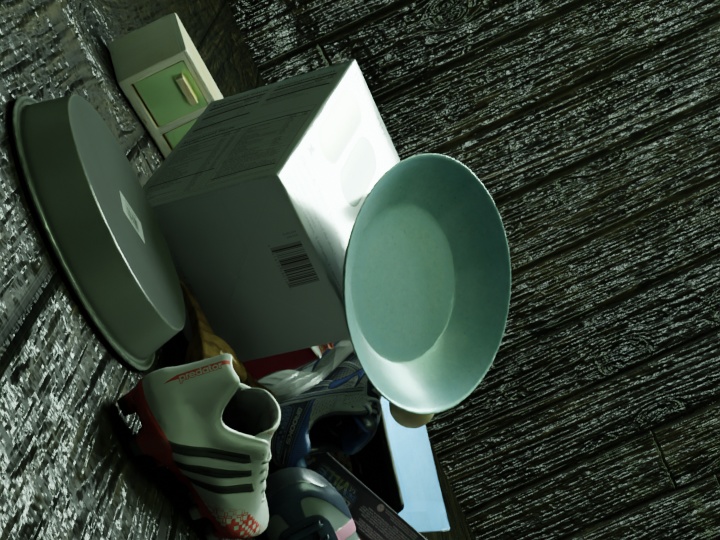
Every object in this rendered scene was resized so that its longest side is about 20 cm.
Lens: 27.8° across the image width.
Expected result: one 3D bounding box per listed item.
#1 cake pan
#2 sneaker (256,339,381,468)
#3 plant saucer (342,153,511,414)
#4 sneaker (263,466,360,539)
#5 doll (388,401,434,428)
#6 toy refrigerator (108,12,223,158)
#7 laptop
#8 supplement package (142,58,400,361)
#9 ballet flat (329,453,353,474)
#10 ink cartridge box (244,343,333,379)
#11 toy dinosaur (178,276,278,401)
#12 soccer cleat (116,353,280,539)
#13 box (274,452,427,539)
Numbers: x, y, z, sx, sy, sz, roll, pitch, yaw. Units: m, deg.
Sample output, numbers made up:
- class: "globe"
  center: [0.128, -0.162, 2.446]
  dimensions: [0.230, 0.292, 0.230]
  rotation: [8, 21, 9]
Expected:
- class: "cake pan"
  center: [-0.171, -0.031, 0.982]
  dimensions: [0.200, 0.036, 0.202]
  rotation: [-24, 91, -87]
- class: "sneaker"
  center: [-0.011, 0.115, 1.223]
  dimensions: [0.085, 0.199, 0.078]
  rotation: [36, -46, 30]
- class: "plant saucer"
  center: [0.044, 0.010, 1.141]
  dimensions: [0.200, 0.038, 0.204]
  rotation: [-1, 91, -47]
- class: "sneaker"
  center: [-0.023, 0.237, 1.145]
  dimensions: [0.201, 0.070, 0.082]
  rotation: [62, 1, -40]
- class: "doll"
  center: [0.050, 0.030, 1.214]
  dimensions: [0.136, 0.048, 0.203]
  rotation: [23, 73, -65]
- class: "toy refrigerator"
  center: [-0.172, -0.152, 1.457]
  dimensions: [0.201, 0.075, 0.070]
  rotation: [63, 4, -48]
- class: "laptop"
  center: [0.045, 0.162, 1.476]
  dimensions: [0.200, 0.115, 0.189]
  rotation: [122, -43, -65]
- class: "supplement package"
  center: [-0.067, -0.049, 1.197]
  dimensions: [0.153, 0.149, 0.201]
  rotation: [64, 29, -25]
- class: "ballet flat"
  center: [-0.005, 0.224, 1.541]
  dimensions: [0.201, 0.063, 0.076]
  rotation: [65, -6, -23]
- class: "ink cartridge box"
  center: [-0.083, 0.048, 1.394]
  dimensions: [0.176, 0.083, 0.201]
  rotation: [59, 7, -49]
- class: "toy dinosaur"
  center: [-0.110, 0.065, 1.066]
  dimensions: [0.201, 0.060, 0.107]
  rotation: [-109, 173, -54]
- class: "soccer cleat"
  center: [-0.083, 0.116, 0.934]
  dimensions: [0.200, 0.084, 0.069]
  rotation: [61, 6, -54]
- class: "box"
  center: [-0.004, 0.205, 1.253]
  dimensions: [0.199, 0.035, 0.110]
  rotation: [38, -10, 26]
